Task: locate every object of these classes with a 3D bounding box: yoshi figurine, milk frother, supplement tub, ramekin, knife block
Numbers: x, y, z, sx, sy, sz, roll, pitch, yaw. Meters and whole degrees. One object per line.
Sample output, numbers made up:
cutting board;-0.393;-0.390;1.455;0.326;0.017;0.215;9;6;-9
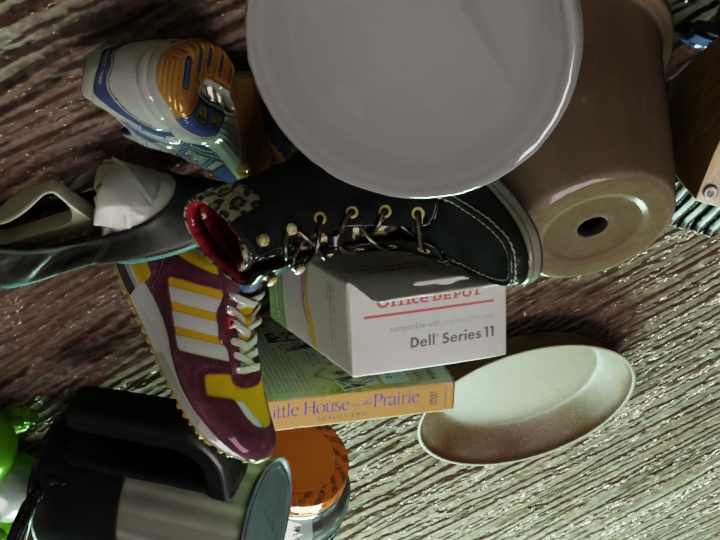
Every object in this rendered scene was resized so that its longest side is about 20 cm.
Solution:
yoshi figurine;-0.292;0.167;1.593;0.112;0.112;0.200;-37;142;4
milk frother;-0.178;0.208;1.541;0.188;0.200;0.181;10;154;16
supplement tub;-0.080;0.214;1.727;0.122;0.123;0.200;-2;146;-20
ramekin;0.040;-0.150;1.177;0.202;0.202;0.094;-34;-173;26
knife block;0.246;-0.112;1.320;0.064;0.176;0.200;14;111;-14

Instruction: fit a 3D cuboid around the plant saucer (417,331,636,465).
plant saucer;0.143;0.108;1.742;0.200;0.037;0.200;-11;146;-8

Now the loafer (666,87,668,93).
loafer;0.188;-0.076;1.449;0.200;0.071;0.073;-15;148;0

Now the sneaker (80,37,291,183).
sneaker;-0.111;-0.106;1.296;0.088;0.075;0.200;6;163;23

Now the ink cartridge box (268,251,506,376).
ink cartridge box;0.023;0.019;1.330;0.117;0.200;0.067;-7;105;-20

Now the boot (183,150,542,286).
boot;0.000;-0.023;1.241;0.154;0.204;0.074;-26;131;-28

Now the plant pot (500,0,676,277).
plant pot;0.131;-0.097;1.300;0.200;0.175;0.200;-12;146;-8

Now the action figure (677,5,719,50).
action figure;0.321;-0.173;1.314;0.105;0.200;0.194;-57;162;-19

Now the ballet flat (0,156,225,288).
ballet flat;-0.182;-0.035;1.349;0.200;0.068;0.068;-15;134;13

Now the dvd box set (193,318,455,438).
dvd box set;-0.044;0.077;1.522;0.200;0.146;0.029;-6;114;-17

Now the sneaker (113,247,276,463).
sneaker;-0.099;0.037;1.391;0.090;0.200;0.075;-31;176;19
